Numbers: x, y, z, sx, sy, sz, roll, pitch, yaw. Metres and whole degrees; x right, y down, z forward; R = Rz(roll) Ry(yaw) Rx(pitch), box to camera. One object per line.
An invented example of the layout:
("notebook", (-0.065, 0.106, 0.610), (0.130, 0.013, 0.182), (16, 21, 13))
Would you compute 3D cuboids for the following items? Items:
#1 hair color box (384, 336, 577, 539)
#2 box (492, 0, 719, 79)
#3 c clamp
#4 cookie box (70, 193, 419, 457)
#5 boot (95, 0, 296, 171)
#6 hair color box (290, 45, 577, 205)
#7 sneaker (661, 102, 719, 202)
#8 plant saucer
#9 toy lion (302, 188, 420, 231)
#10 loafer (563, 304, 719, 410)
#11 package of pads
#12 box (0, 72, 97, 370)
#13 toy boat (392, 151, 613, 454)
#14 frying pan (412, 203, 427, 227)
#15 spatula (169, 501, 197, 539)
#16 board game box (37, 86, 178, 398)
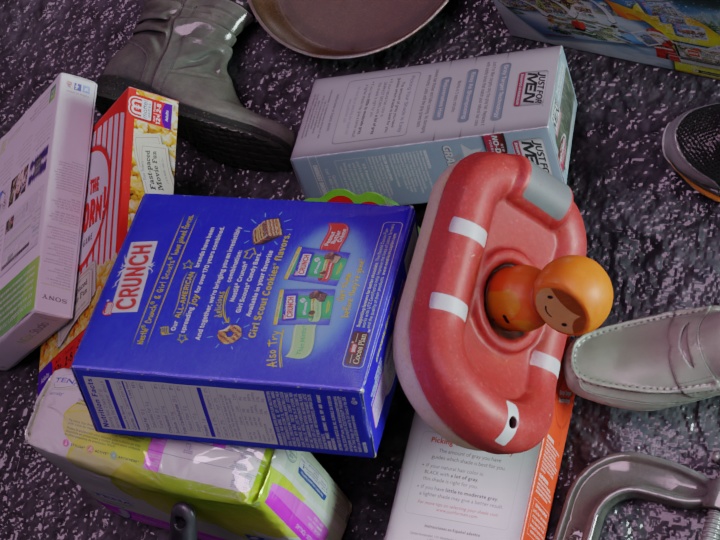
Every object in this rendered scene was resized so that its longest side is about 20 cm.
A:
("hair color box", (0.089, 0.118, 1.330), (0.101, 0.061, 0.202), (7, 72, 23))
("box", (0.186, -0.201, 1.384), (0.198, 0.137, 0.038), (16, 74, 25))
("c clamp", (0.202, 0.202, 1.270), (0.170, 0.027, 0.201), (18, 75, 26))
("cookie box", (-0.071, 0.032, 1.279), (0.198, 0.076, 0.172), (4, 46, 14))
("boot", (-0.117, -0.165, 1.530), (0.199, 0.068, 0.131), (20, 71, 25))
("hair color box", (0.056, -0.104, 1.418), (0.198, 0.061, 0.099), (-6, 41, 19))
("sneaker", (0.305, -0.087, 1.325), (0.198, 0.077, 0.079), (9, 73, 25))
("plant saucer", (0.002, -0.255, 1.539), (0.198, 0.032, 0.202), (-8, 66, 17))
("toy lion", (-0.043, 0.019, 1.396), (0.200, 0.069, 0.193), (37, 99, 30))
("loafer", (0.235, 0.051, 1.278), (0.198, 0.070, 0.071), (-7, 66, 4))
("package of pads", (-0.122, 0.141, 1.346), (0.198, 0.155, 0.069), (11, 68, 25))
("box", (-0.257, -0.036, 1.497), (0.144, 0.036, 0.202), (-32, 48, 55))
("toy boat", (0.109, 0.020, 1.241), (0.130, 0.130, 0.202), (-6, 63, 48))
("frying pan", (0.007, 0.011, 1.420), (0.189, 0.031, 0.115), (-37, 51, 11))
("spatula", (-0.128, 0.249, 1.313), (0.056, 0.021, 0.202), (15, 111, 25))
("board game box", (-0.193, -0.015, 1.451), (0.151, 0.046, 0.202), (-38, 45, 50))
